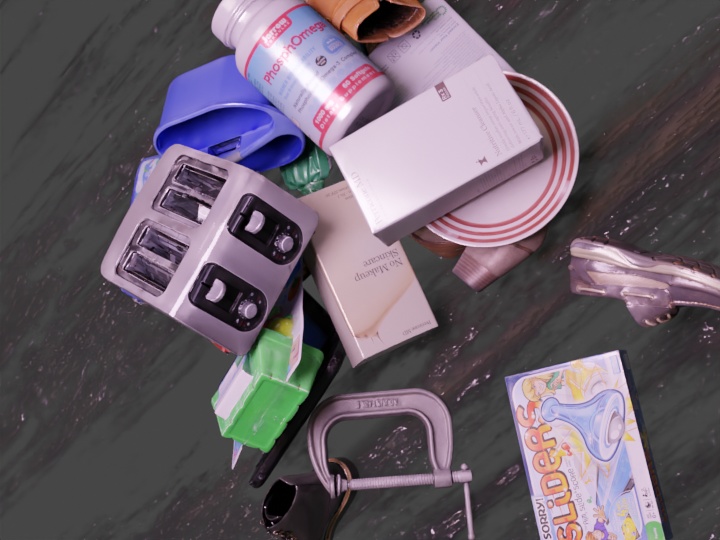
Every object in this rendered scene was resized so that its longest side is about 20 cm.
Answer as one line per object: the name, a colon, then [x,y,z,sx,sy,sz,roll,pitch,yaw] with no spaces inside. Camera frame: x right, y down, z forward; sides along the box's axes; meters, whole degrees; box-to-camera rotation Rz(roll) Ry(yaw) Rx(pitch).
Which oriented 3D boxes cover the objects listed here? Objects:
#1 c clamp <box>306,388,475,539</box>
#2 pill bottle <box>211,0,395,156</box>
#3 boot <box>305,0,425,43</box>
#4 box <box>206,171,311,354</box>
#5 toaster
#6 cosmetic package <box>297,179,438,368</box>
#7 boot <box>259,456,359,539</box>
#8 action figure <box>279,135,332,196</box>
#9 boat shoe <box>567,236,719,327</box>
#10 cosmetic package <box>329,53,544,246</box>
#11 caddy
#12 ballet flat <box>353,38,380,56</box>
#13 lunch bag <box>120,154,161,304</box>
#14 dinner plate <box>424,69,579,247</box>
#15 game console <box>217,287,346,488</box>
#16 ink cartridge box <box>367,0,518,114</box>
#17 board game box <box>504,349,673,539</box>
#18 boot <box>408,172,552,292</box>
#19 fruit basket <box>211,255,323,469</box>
c clamp: [0.034,0.222,1.147,0.198,0.027,0.172,1,76,4]
pill bottle: [-0.065,-0.228,1.082,0.200,0.109,0.109,43,108,8]
boot: [0.033,-0.332,1.136,0.155,0.199,0.077,43,152,46]
box: [-0.149,-0.007,1.238,0.200,0.137,0.040,-44,24,10]
toaster: [-0.170,-0.030,1.090,0.199,0.119,0.182,23,80,44]
cosmetic package: [0.000,0.000,1.156,0.103,0.073,0.201,-24,81,-15]
boot: [-0.090,0.322,1.190,0.077,0.138,0.201,23,99,30]
action figure: [-0.073,-0.177,1.263,0.117,0.055,0.202,-16,75,27]
boat shoe: [0.307,0.019,1.021,0.199,0.074,0.074,20,107,39]
cosmetic package: [0.081,-0.124,1.042,0.199,0.081,0.113,-31,77,5]
caddy: [-0.157,-0.172,1.195,0.199,0.141,0.106,-14,59,34]
ballet flat: [0.034,-0.250,1.209,0.065,0.071,0.201,-16,80,2]
lunch bag: [-0.265,-0.053,1.329,0.160,0.082,0.202,15,95,61]
dinner plate: [0.139,-0.122,1.082,0.198,0.024,0.202,-2,80,12]
game console: [-0.109,0.137,1.231,0.116,0.176,0.201,32,105,-2]
ink cartridge box: [0.084,-0.182,1.135,0.199,0.041,0.200,-43,81,2]
board game box: [0.243,0.198,1.059,0.135,0.034,0.202,-18,77,28]
boot: [0.127,-0.077,1.136,0.200,0.070,0.147,41,100,26]
fruit basket: [-0.115,0.100,1.151,0.186,0.093,0.201,-56,27,30]
